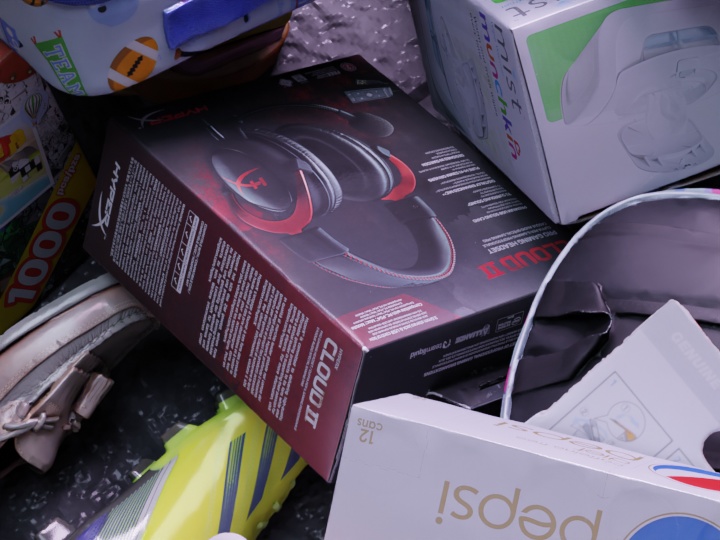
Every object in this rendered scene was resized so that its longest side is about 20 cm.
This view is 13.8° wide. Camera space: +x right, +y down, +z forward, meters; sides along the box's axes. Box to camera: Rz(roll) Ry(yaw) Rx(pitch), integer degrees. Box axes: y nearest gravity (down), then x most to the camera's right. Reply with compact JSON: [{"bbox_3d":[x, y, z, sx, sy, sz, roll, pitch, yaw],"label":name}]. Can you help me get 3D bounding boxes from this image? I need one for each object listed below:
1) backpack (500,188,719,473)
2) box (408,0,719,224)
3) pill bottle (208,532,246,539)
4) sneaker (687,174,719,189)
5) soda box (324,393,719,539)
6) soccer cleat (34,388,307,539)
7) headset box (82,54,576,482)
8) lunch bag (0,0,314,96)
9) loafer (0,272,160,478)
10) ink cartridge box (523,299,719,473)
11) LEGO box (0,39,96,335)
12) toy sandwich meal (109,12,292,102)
[{"bbox_3d":[0.163,0.060,1.187,0.199,0.151,0.178,9,66,23],"label":"backpack"},{"bbox_3d":[0.138,-0.114,1.289,0.199,0.097,0.177,-19,22,-8],"label":"box"},{"bbox_3d":[-0.104,0.202,1.191,0.200,0.117,0.116,-31,54,-7],"label":"pill bottle"},{"bbox_3d":[0.192,-0.041,1.307,0.199,0.074,0.089,-26,37,-5],"label":"sneaker"},{"bbox_3d":[0.090,0.101,1.068,0.199,0.064,0.068,14,96,19],"label":"soda box"},{"bbox_3d":[-0.072,0.115,1.287,0.200,0.065,0.084,-38,85,-16],"label":"soccer cleat"},{"bbox_3d":[0.000,0.000,1.285,0.148,0.075,0.200,-17,45,-38],"label":"headset box"},{"bbox_3d":[-0.075,-0.157,1.292,0.200,0.076,0.160,-28,40,-22],"label":"lunch bag"},{"bbox_3d":[-0.166,0.080,1.329,0.200,0.072,0.063,-36,71,-2],"label":"loafer"},{"bbox_3d":[0.101,0.133,1.127,0.200,0.057,0.163,-42,80,15],"label":"ink cartridge box"},{"bbox_3d":[-0.223,-0.013,1.349,0.077,0.149,0.200,35,72,32],"label":"LEGO box"},{"bbox_3d":[-0.127,-0.160,1.415,0.205,0.070,0.206,22,38,-19],"label":"toy sandwich meal"}]
